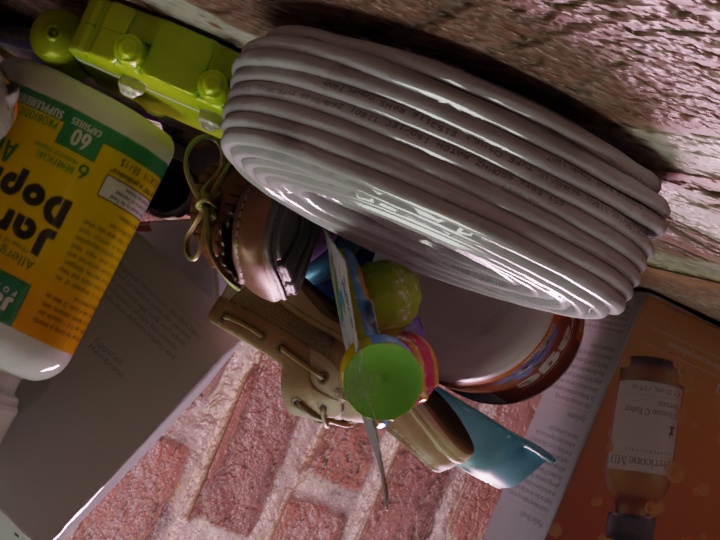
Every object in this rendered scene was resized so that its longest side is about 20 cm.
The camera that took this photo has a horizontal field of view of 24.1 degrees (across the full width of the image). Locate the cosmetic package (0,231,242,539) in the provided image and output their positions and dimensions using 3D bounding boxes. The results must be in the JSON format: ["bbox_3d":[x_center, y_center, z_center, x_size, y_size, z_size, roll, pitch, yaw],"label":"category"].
[{"bbox_3d":[-0.219,0.057,1.072,0.199,0.200,0.123,43,149,1],"label":"cosmetic package"}]

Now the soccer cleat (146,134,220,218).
[{"bbox_3d":[-0.132,-0.066,1.233,0.200,0.069,0.085,18,-160,-49],"label":"soccer cleat"}]

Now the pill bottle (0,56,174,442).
[{"bbox_3d":[-0.196,-0.009,0.947,0.113,0.200,0.113,27,175,3],"label":"pill bottle"}]

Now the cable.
[{"bbox_3d":[0.032,-0.041,0.728,0.200,0.069,0.200,21,176,32],"label":"cable"}]

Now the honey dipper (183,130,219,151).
[{"bbox_3d":[-0.036,-0.060,1.187,0.200,0.038,0.038,25,177,13],"label":"honey dipper"}]

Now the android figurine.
[{"bbox_3d":[-0.093,-0.099,0.926,0.182,0.041,0.200,24,178,-1],"label":"android figurine"}]

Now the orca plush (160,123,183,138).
[{"bbox_3d":[-0.100,-0.052,1.390,0.105,0.071,0.200,22,176,25],"label":"orca plush"}]

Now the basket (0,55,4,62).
[{"bbox_3d":[-0.346,-0.107,1.129,0.200,0.161,0.198,26,166,12],"label":"basket"}]

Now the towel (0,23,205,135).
[{"bbox_3d":[-0.199,-0.140,1.136,0.200,0.023,0.144,19,174,40],"label":"towel"}]

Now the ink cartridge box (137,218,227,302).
[{"bbox_3d":[-0.078,0.002,1.233,0.144,0.084,0.200,-1,-179,43],"label":"ink cartridge box"}]

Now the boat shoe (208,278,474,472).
[{"bbox_3d":[-0.013,0.064,0.999,0.200,0.065,0.071,40,180,37],"label":"boat shoe"}]

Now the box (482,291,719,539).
[{"bbox_3d":[0.201,0.132,1.159,0.152,0.200,0.106,23,177,-14],"label":"box"}]

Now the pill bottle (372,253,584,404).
[{"bbox_3d":[0.080,0.024,1.051,0.112,0.112,0.200,22,177,17],"label":"pill bottle"}]

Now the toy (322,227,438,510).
[{"bbox_3d":[0.013,0.035,0.840,0.047,0.115,0.200,-10,-172,1],"label":"toy"}]

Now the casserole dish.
[{"bbox_3d":[0.033,0.084,1.085,0.200,0.039,0.121,31,177,26],"label":"casserole dish"}]

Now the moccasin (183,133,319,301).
[{"bbox_3d":[-0.061,-0.030,0.895,0.078,0.074,0.201,15,-172,-5],"label":"moccasin"}]

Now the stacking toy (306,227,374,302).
[{"bbox_3d":[0.000,0.000,1.135,0.085,0.085,0.200,19,163,49],"label":"stacking toy"}]

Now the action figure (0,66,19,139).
[{"bbox_3d":[-0.239,-0.133,0.887,0.105,0.200,0.193,-21,-133,-33],"label":"action figure"}]
